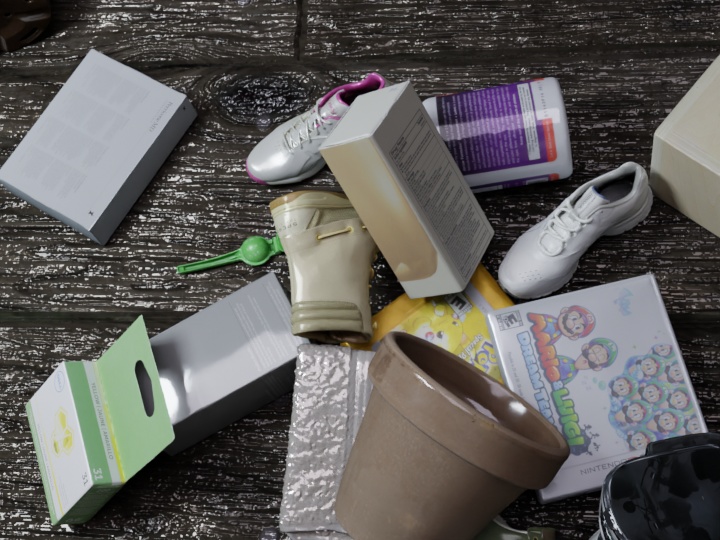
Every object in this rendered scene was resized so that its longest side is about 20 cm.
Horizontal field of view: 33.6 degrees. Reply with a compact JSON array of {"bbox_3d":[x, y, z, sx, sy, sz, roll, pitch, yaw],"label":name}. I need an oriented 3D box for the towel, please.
[{"bbox_3d":[-0.009,0.176,1.196,0.132,0.034,0.201,5,86,-3],"label":"towel"}]

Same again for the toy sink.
[{"bbox_3d":[0.408,-0.153,1.244,0.112,0.130,0.200,37,77,22],"label":"toy sink"}]

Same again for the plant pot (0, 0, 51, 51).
[{"bbox_3d":[-0.483,-0.390,1.492,0.200,0.200,0.199,-20,74,2],"label":"plant pot"}]

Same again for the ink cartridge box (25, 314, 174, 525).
[{"bbox_3d":[-0.273,0.156,1.226,0.200,0.048,0.146,-44,56,40],"label":"ink cartridge box"}]

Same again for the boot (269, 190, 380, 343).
[{"bbox_3d":[0.000,0.000,1.253,0.073,0.200,0.156,-23,71,44],"label":"boot"}]

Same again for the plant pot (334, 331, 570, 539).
[{"bbox_3d":[0.064,0.180,1.103,0.200,0.200,0.175,36,98,22],"label":"plant pot"}]

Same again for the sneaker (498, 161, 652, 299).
[{"bbox_3d":[0.223,-0.049,1.258,0.200,0.087,0.075,-40,67,-7],"label":"sneaker"}]

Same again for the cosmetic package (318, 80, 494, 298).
[{"bbox_3d":[0.051,-0.080,1.219,0.071,0.200,0.105,-10,32,38],"label":"cosmetic package"}]

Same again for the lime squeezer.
[{"bbox_3d":[-0.113,-0.030,1.330,0.200,0.071,0.038,-27,79,31],"label":"lime squeezer"}]

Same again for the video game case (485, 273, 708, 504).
[{"bbox_3d":[0.239,0.116,1.196,0.182,0.024,0.200,-13,70,-5],"label":"video game case"}]

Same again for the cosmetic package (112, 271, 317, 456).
[{"bbox_3d":[-0.148,0.101,1.269,0.200,0.090,0.107,-28,66,1],"label":"cosmetic package"}]

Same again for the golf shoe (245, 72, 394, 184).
[{"bbox_3d":[-0.045,-0.166,1.358,0.200,0.092,0.075,-27,67,0],"label":"golf shoe"}]

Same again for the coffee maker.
[{"bbox_3d":[0.280,0.232,1.042,0.192,0.200,0.135,-30,61,-25],"label":"coffee maker"}]

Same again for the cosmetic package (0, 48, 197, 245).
[{"bbox_3d":[-0.314,-0.149,1.423,0.151,0.052,0.200,28,75,22],"label":"cosmetic package"}]

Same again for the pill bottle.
[{"bbox_3d":[0.125,-0.141,1.302,0.199,0.111,0.112,-9,66,7],"label":"pill bottle"}]

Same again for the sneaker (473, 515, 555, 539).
[{"bbox_3d":[0.162,0.286,1.138,0.200,0.067,0.090,39,84,26],"label":"sneaker"}]

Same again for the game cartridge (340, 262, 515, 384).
[{"bbox_3d":[0.104,0.100,1.248,0.176,0.032,0.200,-36,65,-5],"label":"game cartridge"}]
